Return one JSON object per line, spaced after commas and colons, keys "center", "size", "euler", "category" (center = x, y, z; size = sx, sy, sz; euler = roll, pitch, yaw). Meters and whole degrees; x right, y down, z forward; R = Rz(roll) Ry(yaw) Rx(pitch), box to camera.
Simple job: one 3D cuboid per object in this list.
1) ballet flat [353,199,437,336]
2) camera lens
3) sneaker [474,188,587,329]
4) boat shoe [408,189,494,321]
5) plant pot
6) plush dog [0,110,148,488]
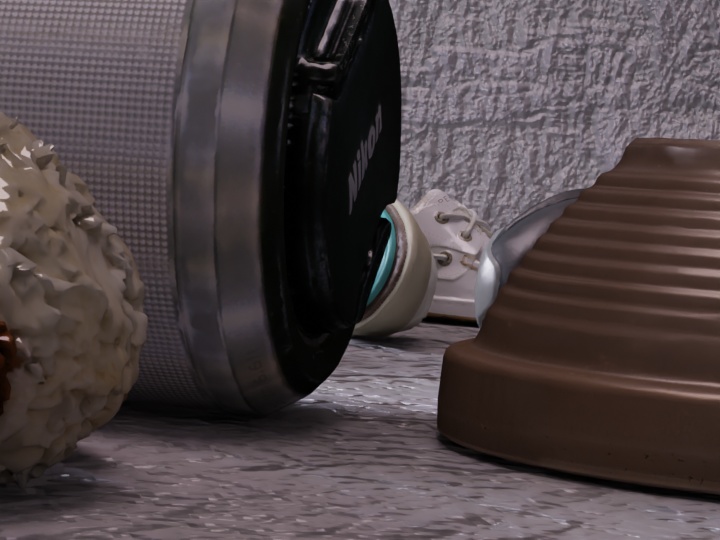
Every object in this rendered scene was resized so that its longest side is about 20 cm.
{"center": [0.000, 0.000, 1.036], "size": [0.069, 0.070, 0.200], "euler": [3, 3, -24], "category": "ballet flat"}
{"center": [-0.095, -0.042, 0.665], "size": [0.200, 0.160, 0.160], "euler": [5, 3, 12], "category": "camera lens"}
{"center": [0.138, 0.008, 0.878], "size": [0.200, 0.075, 0.079], "euler": [2, 6, -33], "category": "sneaker"}
{"center": [0.040, -0.010, 1.175], "size": [0.200, 0.069, 0.071], "euler": [5, 1, 15], "category": "boat shoe"}
{"center": [0.124, 0.010, 0.631], "size": [0.201, 0.093, 0.201], "euler": [3, 3, 0], "category": "plant pot"}
{"center": [-0.125, -0.015, 0.493], "size": [0.172, 0.161, 0.200], "euler": [31, 10, 11], "category": "plush dog"}
